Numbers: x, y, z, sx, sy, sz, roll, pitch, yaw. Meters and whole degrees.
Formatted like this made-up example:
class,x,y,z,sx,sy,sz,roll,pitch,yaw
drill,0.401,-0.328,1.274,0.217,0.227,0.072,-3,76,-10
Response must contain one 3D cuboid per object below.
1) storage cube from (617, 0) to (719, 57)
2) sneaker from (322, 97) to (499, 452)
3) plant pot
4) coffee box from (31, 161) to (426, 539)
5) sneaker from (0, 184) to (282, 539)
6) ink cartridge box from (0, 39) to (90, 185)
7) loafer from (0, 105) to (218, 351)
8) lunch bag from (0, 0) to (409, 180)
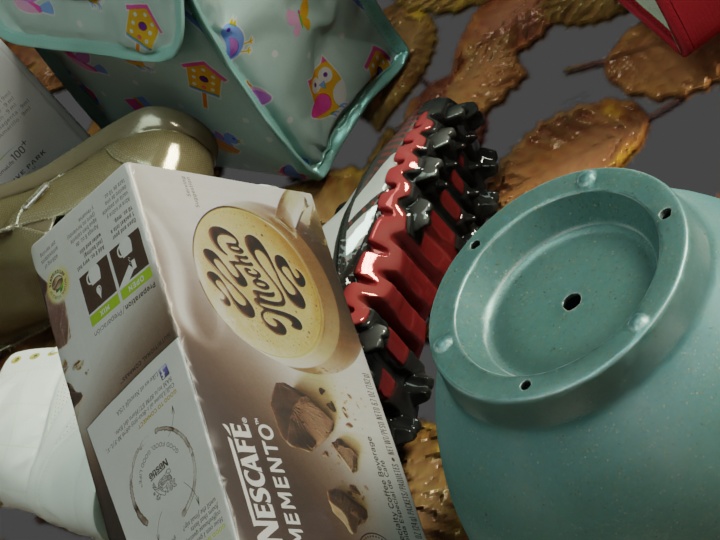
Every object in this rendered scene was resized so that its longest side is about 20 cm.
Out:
class,x,y,z,sx,sy,sz,roll,pitch,yaw
storage cube,0.155,-0.246,1.422,0.180,0.200,0.171,-35,37,-4
sneaker,0.000,0.000,1.404,0.098,0.071,0.201,-3,52,36
plant pot,0.109,0.043,1.218,0.200,0.134,0.200,-24,40,22
coffee box,-0.056,0.063,1.287,0.080,0.113,0.200,-39,56,36
sneaker,-0.118,0.036,1.467,0.116,0.074,0.200,10,60,42
ink cartridge box,-0.242,-0.105,1.630,0.084,0.176,0.200,-45,37,-6
loafer,-0.157,-0.011,1.529,0.200,0.076,0.067,-37,33,27
lunch bag,-0.100,-0.147,1.531,0.170,0.200,0.122,10,60,44
